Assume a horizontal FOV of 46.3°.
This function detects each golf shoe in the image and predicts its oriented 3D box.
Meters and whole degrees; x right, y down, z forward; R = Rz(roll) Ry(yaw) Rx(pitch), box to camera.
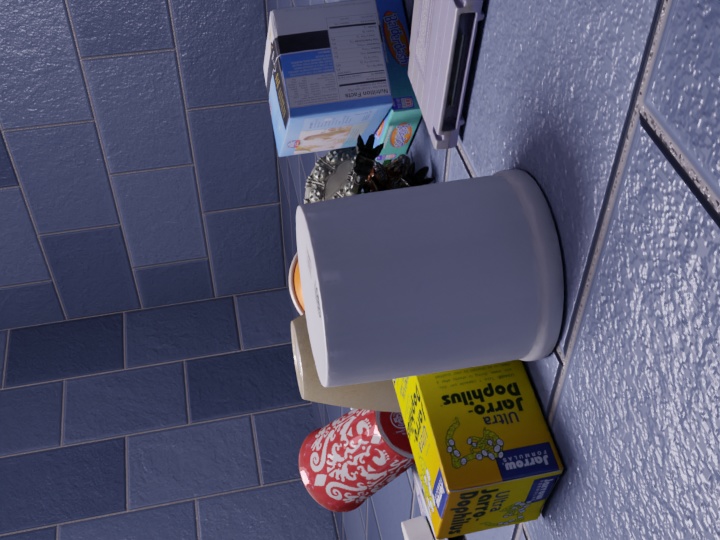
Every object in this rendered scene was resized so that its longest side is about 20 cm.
[{"bbox_3d":[-0.011,-0.152,1.212,0.201,0.078,0.097,-59,-11,-9],"label":"golf shoe"}]

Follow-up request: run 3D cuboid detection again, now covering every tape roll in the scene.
[{"bbox_3d":[0.102,0.451,1.191,0.203,0.037,0.205,164,90,-87],"label":"tape roll"}]

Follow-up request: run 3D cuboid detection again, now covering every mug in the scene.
[{"bbox_3d":[0.020,0.247,1.259,0.200,0.133,0.178,-44,8,44],"label":"mug"}]

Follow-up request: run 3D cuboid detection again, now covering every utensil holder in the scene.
[{"bbox_3d":[0.053,0.009,0.736,0.170,0.197,0.172,171,90,-81],"label":"utensil holder"}]

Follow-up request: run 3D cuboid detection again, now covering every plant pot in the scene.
[{"bbox_3d":[0.020,0.090,1.010,0.187,0.197,0.190,172,90,-81],"label":"plant pot"}]

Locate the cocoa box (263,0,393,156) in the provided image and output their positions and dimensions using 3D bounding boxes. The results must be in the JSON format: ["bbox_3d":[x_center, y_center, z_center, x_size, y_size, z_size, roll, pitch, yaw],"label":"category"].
[{"bbox_3d":[-0.047,-0.235,1.065,0.200,0.132,0.133,148,112,-79],"label":"cocoa box"}]

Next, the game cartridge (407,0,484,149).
[{"bbox_3d":[0.083,-0.240,0.853,0.201,0.038,0.131,94,169,-53],"label":"game cartridge"}]

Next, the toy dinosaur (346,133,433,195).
[{"bbox_3d":[0.024,-0.084,1.068,0.136,0.101,0.202,114,167,-51],"label":"toy dinosaur"}]

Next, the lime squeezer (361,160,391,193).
[{"bbox_3d":[0.001,-0.087,1.232,0.071,0.037,0.201,-72,3,-52],"label":"lime squeezer"}]

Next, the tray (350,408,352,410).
[{"bbox_3d":[0.021,0.171,1.470,0.022,0.106,0.203,12,-116,-56],"label":"tray"}]

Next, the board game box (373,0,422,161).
[{"bbox_3d":[0.032,-0.267,1.106,0.152,0.044,0.203,117,144,-74],"label":"board game box"}]

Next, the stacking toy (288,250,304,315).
[{"bbox_3d":[0.000,0.000,1.147,0.200,0.144,0.148,-28,69,59],"label":"stacking toy"}]

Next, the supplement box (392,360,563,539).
[{"bbox_3d":[0.102,0.136,0.817,0.109,0.108,0.202,93,165,-51],"label":"supplement box"}]

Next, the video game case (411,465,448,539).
[{"bbox_3d":[0.113,0.391,1.200,0.201,0.018,0.144,-110,5,-53],"label":"video game case"}]
